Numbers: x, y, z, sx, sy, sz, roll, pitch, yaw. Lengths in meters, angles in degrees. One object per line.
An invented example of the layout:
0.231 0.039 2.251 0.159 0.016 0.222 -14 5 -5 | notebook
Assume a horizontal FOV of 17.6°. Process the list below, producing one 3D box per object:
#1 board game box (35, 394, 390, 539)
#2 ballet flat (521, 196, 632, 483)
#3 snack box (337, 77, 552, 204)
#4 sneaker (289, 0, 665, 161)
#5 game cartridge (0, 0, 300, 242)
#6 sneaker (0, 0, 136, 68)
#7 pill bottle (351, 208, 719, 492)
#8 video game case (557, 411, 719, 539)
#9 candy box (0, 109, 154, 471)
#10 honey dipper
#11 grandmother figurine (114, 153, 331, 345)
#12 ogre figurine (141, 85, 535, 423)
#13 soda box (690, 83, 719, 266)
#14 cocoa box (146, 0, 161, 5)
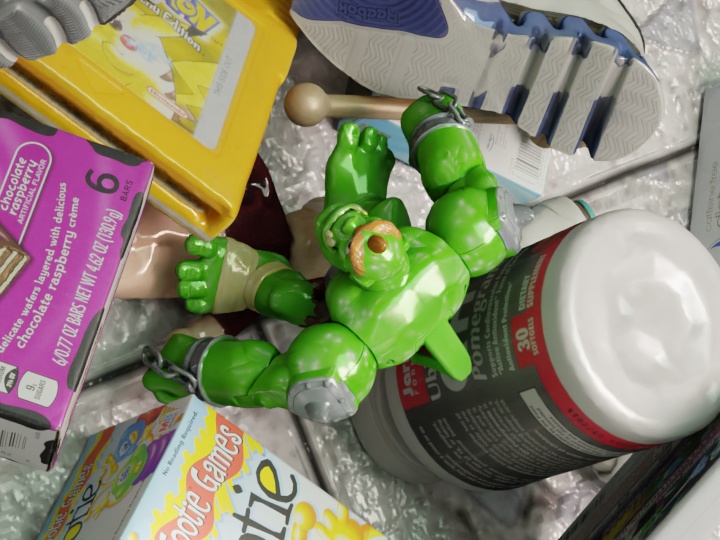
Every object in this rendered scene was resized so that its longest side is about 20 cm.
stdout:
-0.046 0.163 1.076 0.200 0.103 0.105 38 58 -19 | board game box
0.126 0.059 1.256 0.069 0.069 0.200 -19 83 -36 | ballet flat
0.062 -0.146 1.283 0.116 0.037 0.200 25 64 -26 | snack box
0.064 -0.133 1.202 0.199 0.081 0.115 24 30 -3 | sneaker
-0.113 -0.127 1.114 0.176 0.032 0.200 37 36 -17 | game cartridge
-0.190 -0.133 0.975 0.200 0.075 0.116 -25 62 -2 | sneaker
0.081 0.047 1.137 0.111 0.200 0.111 11 69 -31 | pill bottle
0.136 0.119 1.114 0.023 0.200 0.182 39 18 -1 | video game case
-0.205 -0.012 1.008 0.200 0.061 0.137 18 64 -4 | candy box
0.049 -0.084 1.215 0.200 0.038 0.038 0 76 -28 | honey dipper
-0.078 -0.017 1.142 0.200 0.061 0.122 6 96 -36 | grandmother figurine
0.000 0.000 1.087 0.200 0.120 0.098 -28 123 -26 | ogre figurine
0.233 -0.016 1.339 0.064 0.068 0.200 22 64 -27 | soda box
-0.094 -0.245 1.100 0.131 0.133 0.200 39 25 -17 | cocoa box
